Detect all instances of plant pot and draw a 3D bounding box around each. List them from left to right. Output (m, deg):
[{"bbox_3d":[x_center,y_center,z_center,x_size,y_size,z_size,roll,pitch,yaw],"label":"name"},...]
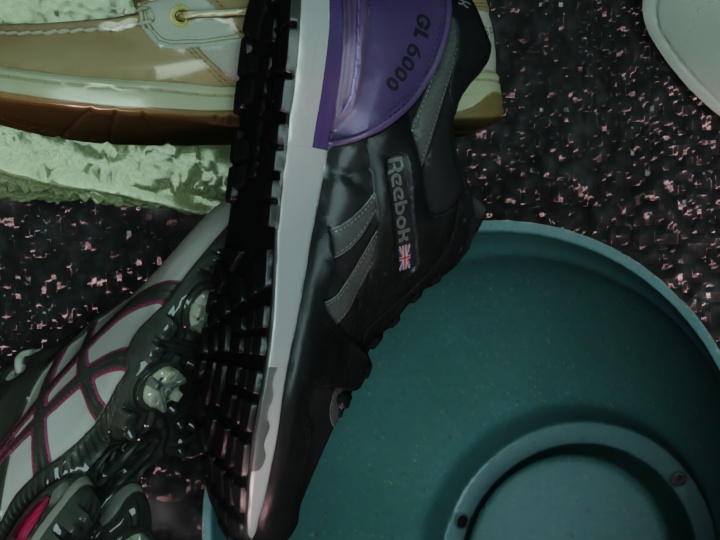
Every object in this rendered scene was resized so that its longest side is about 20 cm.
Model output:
[{"bbox_3d":[0.060,0.097,0.867,0.199,0.134,0.202,-7,72,20],"label":"plant pot"}]

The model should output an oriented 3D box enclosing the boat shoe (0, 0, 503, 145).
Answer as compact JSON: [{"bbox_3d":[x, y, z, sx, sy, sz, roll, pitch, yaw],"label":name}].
[{"bbox_3d":[-0.048,-0.081,0.856,0.199,0.074,0.067,0,84,-13],"label":"boat shoe"}]

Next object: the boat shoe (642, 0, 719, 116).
[{"bbox_3d":[0.205,-0.074,0.931,0.201,0.072,0.060,28,50,2],"label":"boat shoe"}]

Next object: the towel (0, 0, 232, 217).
[{"bbox_3d":[-0.070,-0.092,0.901,0.199,0.036,0.149,6,93,-8],"label":"towel"}]

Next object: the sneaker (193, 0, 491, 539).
[{"bbox_3d":[0.000,0.000,0.805,0.087,0.076,0.201,6,100,-19],"label":"sneaker"}]

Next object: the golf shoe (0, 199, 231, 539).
[{"bbox_3d":[-0.092,0.042,0.879,0.088,0.077,0.200,35,89,35],"label":"golf shoe"}]
